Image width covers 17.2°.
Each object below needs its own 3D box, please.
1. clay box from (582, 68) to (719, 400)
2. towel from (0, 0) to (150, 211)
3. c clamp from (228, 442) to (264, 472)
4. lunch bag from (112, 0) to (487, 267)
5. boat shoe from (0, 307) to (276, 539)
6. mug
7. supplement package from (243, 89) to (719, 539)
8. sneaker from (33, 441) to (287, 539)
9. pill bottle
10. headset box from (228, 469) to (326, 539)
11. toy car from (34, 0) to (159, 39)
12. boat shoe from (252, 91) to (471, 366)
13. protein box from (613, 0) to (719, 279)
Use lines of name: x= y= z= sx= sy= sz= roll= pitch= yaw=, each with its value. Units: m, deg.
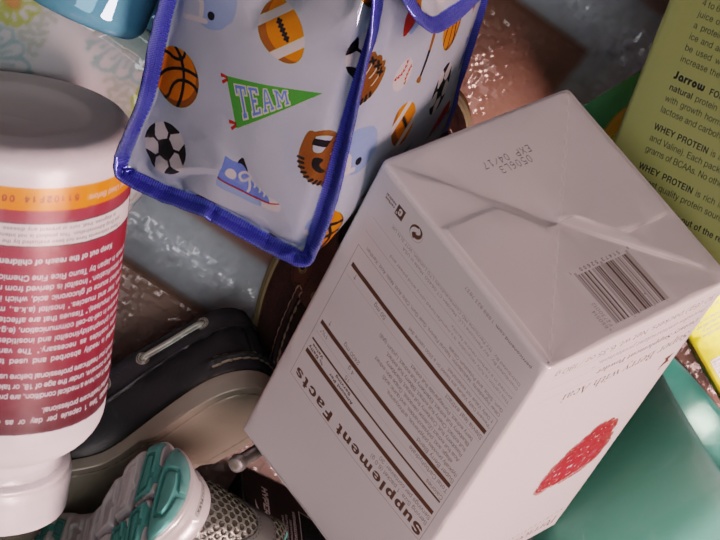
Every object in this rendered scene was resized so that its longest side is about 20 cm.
clay box: x=0.194 y=-0.030 z=1.210 sx=0.114 sy=0.048 sz=0.201 roll=-30 pitch=110 yaw=4
towel: x=-0.190 y=-0.088 z=1.154 sx=0.199 sy=0.048 sz=0.171 roll=35 pitch=108 yaw=-17
c clamp: x=0.028 y=0.143 z=1.199 sx=0.027 sy=0.171 sz=0.201 roll=-26 pitch=98 yaw=40
lunch bag: x=-0.004 y=-0.129 z=1.031 sx=0.123 sy=0.170 sz=0.201 roll=23 pitch=119 yaw=12
boat shoe: x=-0.130 y=0.083 z=1.228 sx=0.199 sy=0.063 sz=0.073 roll=-27 pitch=145 yaw=19
mug: x=0.143 y=0.122 z=1.224 sx=0.114 sy=0.186 sz=0.152 roll=-37 pitch=143 yaw=12
supplement package: x=0.052 y=0.040 z=1.077 sx=0.121 sy=0.120 sz=0.201 roll=-23 pitch=155 yaw=-37
sneaker: x=-0.108 y=0.157 z=1.188 sx=0.091 sy=0.078 sz=0.200 roll=25 pitch=147 yaw=-24
pill bottle: x=-0.170 y=0.018 z=1.114 sx=0.112 sy=0.113 sz=0.202 roll=6 pitch=113 yaw=-8
headset box: x=-0.010 y=0.219 z=1.276 sx=0.199 sy=0.075 sz=0.149 roll=26 pitch=106 yaw=-15
toy car: x=-0.131 y=-0.226 z=1.068 sx=0.199 sy=0.177 sz=0.186 roll=27 pitch=101 yaw=15
boat shoe: x=0.000 y=0.000 z=1.191 sx=0.072 sy=0.072 sz=0.201 roll=24 pitch=109 yaw=-14
protein box: x=0.243 y=-0.072 z=1.054 sx=0.134 sy=0.198 sz=0.201 roll=8 pitch=107 yaw=-49
